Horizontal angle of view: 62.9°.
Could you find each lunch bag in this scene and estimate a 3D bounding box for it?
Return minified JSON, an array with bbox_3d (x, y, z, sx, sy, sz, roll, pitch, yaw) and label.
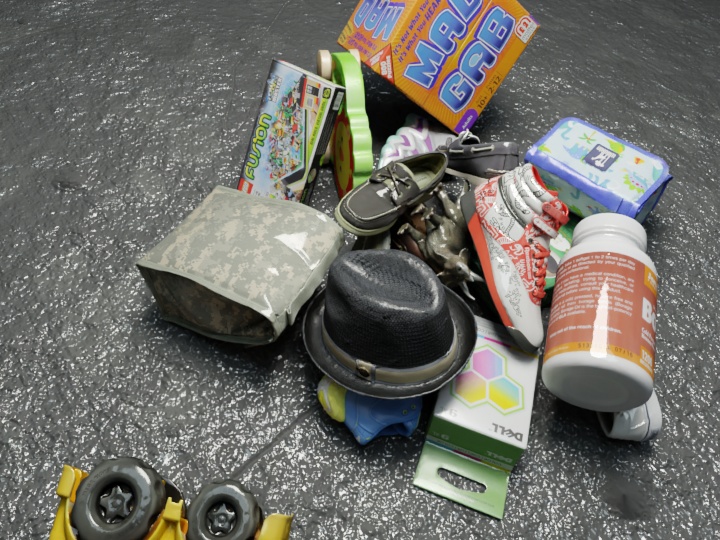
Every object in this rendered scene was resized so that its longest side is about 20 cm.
[{"bbox_3d":[0.338,-0.131,0.846,0.169,0.130,0.198,36,28,25],"label":"lunch bag"},{"bbox_3d":[-0.131,-0.002,0.707,0.196,0.119,0.165,14,47,26],"label":"lunch bag"}]

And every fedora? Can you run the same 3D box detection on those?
[{"bbox_3d":[0.028,0.036,0.626,0.195,0.093,0.203,-3,42,3],"label":"fedora"}]

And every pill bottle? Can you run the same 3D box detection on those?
[{"bbox_3d":[0.270,0.041,0.657,0.110,0.113,0.203,15,60,7],"label":"pill bottle"}]

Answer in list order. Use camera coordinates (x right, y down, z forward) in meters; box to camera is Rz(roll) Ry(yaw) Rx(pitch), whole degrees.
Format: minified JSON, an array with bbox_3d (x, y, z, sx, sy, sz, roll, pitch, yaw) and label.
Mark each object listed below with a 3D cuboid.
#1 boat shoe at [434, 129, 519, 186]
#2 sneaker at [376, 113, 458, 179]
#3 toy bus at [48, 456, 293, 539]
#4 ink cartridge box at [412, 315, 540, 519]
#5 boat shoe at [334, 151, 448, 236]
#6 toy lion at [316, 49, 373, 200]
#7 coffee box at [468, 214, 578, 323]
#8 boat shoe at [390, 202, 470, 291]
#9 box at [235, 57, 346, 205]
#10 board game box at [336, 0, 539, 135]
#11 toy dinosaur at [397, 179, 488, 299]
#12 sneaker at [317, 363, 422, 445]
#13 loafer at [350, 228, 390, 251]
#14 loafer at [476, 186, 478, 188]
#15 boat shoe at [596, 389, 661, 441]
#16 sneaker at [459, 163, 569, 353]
[{"bbox_3d":[0.157,-0.158,0.800,0.071,0.064,0.200,0,20,-17],"label":"boat shoe"},{"bbox_3d":[0.109,-0.170,0.922,0.137,0.079,0.202,20,50,12],"label":"sneaker"},{"bbox_3d":[-0.167,0.270,0.486,0.195,0.137,0.196,11,61,-1],"label":"toy bus"},{"bbox_3d":[0.134,0.152,0.658,0.102,0.060,0.202,18,50,8],"label":"ink cartridge box"},{"bbox_3d":[0.045,-0.109,0.755,0.072,0.067,0.199,45,46,15],"label":"boat shoe"},{"bbox_3d":[-0.019,-0.204,0.865,0.067,0.204,0.193,-5,30,-13],"label":"toy lion"},{"bbox_3d":[0.242,-0.013,0.824,0.196,0.045,0.124,-20,52,-23],"label":"coffee box"},{"bbox_3d":[0.077,-0.048,0.818,0.069,0.071,0.202,-13,61,-37],"label":"boat shoe"},{"bbox_3d":[-0.103,-0.178,0.831,0.108,0.204,0.035,27,20,18],"label":"box"},{"bbox_3d":[0.116,-0.378,0.940,0.197,0.202,0.201,25,19,-32],"label":"board game box"},{"bbox_3d":[0.112,-0.045,0.752,0.103,0.076,0.201,47,33,-14],"label":"toy dinosaur"},{"bbox_3d":[0.050,0.126,0.675,0.197,0.076,0.106,-29,73,-24],"label":"sneaker"},{"bbox_3d":[0.000,0.000,0.764,0.068,0.076,0.203,7,49,-6],"label":"loafer"},{"bbox_3d":[0.195,-0.090,0.810,0.066,0.078,0.201,-4,29,16],"label":"loafer"},{"bbox_3d":[0.293,0.107,0.714,0.064,0.073,0.204,2,57,-11],"label":"boat shoe"},{"bbox_3d":[0.193,-0.019,0.667,0.067,0.106,0.206,10,58,-58],"label":"sneaker"}]
